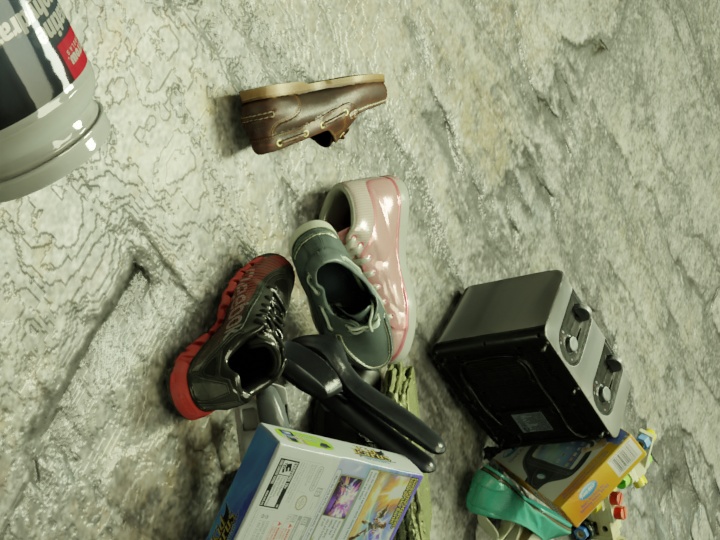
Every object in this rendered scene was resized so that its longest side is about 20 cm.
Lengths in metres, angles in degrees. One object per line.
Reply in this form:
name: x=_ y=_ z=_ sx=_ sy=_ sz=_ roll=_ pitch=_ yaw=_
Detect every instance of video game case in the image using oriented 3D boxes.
video game case: x=-0.056 y=0.254 z=1.454 sx=0.180 sy=0.045 sz=0.202 roll=18 pitch=102 yaw=-38

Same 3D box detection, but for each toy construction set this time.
toy construction set: x=0.330 y=0.301 z=1.991 sx=0.092 sy=0.130 sz=0.203 roll=-12 pitch=97 yaw=-52

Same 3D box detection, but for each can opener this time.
can opener: x=-0.003 y=0.134 z=1.532 sx=0.199 sy=0.064 sz=0.079 roll=37 pitch=44 yaw=6
can opener: x=-0.086 y=0.206 z=1.480 sx=0.067 sy=0.053 sz=0.203 roll=-115 pitch=-161 yaw=-78

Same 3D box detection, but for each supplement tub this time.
supplement tub: x=-0.290 y=-0.169 z=1.183 sx=0.141 sy=0.139 sz=0.201 roll=-52 pitch=127 yaw=-41

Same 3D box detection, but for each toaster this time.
toaster: x=0.196 y=0.111 z=1.790 sx=0.181 sy=0.199 sz=0.119 roll=54 pitch=46 yaw=-26

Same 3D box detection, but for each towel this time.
towel: x=0.048 y=0.202 z=1.652 sx=0.148 sy=0.036 sz=0.203 roll=-66 pitch=149 yaw=-76

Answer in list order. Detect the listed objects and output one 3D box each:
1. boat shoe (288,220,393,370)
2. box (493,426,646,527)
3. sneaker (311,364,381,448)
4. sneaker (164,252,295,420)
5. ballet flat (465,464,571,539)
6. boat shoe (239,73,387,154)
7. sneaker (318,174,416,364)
boat shoe: x=-0.013 y=0.040 z=1.541 sx=0.072 sy=0.062 sz=0.201 roll=-29 pitch=129 yaw=-3
box: x=0.239 y=0.216 z=1.824 sx=0.119 sy=0.200 sz=0.042 roll=-45 pitch=116 yaw=-7
sneaker: x=-0.012 y=0.181 z=1.577 sx=0.076 sy=0.090 sz=0.201 roll=51 pitch=49 yaw=-36
sneaker: x=-0.101 y=0.059 z=1.460 sx=0.071 sy=0.097 sz=0.201 roll=59 pitch=44 yaw=-30
ballet flat: x=0.185 y=0.299 z=1.866 sx=0.200 sy=0.067 sz=0.071 roll=37 pitch=83 yaw=-45
boat shoe: x=-0.045 y=-0.159 z=1.571 sx=0.199 sy=0.070 sz=0.071 roll=-16 pitch=94 yaw=-44
sneaker: x=0.000 y=0.000 z=1.621 sx=0.104 sy=0.075 sz=0.203 roll=-1 pitch=90 yaw=-46
